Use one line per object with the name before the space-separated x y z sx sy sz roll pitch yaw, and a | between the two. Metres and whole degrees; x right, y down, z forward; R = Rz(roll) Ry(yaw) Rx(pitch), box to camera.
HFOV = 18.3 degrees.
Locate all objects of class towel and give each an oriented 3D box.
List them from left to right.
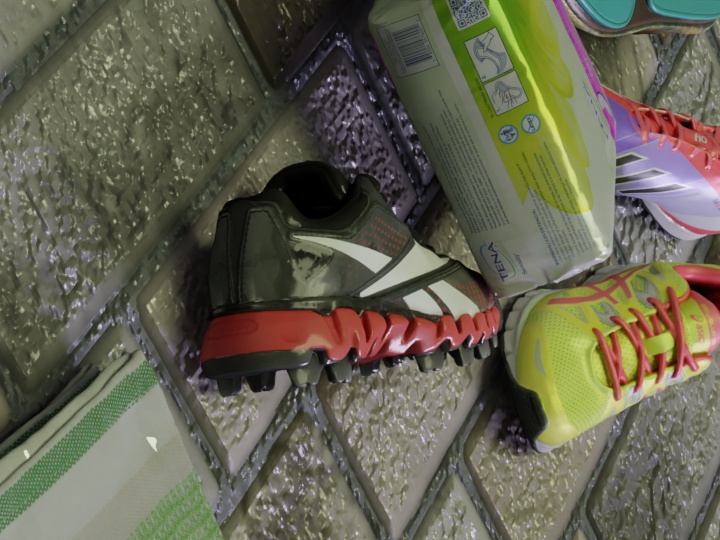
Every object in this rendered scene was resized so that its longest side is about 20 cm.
towel | -0.093 0.149 0.849 0.149 0.031 0.201 -42 118 -51

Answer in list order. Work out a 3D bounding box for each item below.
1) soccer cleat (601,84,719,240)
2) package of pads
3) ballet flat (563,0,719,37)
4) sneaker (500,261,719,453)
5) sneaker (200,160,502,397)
soccer cleat | 0.175 -0.068 1.283 0.200 0.073 0.069 25 60 -52
package of pads | 0.068 -0.089 1.081 0.155 0.068 0.200 64 16 -17
ballet flat | 0.137 -0.164 1.263 0.200 0.070 0.071 0 80 -53
sneaker | 0.143 0.034 1.187 0.200 0.090 0.079 -34 111 -54
sneaker | 0.000 0.000 0.993 0.200 0.071 0.099 -2 84 -56
